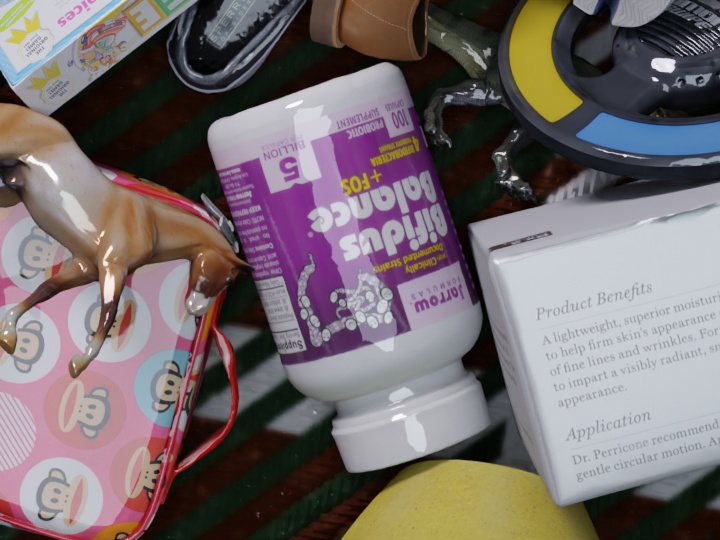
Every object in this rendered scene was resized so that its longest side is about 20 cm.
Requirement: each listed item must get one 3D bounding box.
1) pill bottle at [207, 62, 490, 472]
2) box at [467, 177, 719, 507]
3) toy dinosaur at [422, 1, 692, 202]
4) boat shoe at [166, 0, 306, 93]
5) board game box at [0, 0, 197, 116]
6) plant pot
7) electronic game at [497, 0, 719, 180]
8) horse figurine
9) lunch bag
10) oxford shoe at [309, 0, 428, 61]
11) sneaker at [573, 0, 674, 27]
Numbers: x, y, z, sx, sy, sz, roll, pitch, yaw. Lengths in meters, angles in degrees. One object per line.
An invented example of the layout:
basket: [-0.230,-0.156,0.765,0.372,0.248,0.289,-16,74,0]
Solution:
pill bottle: [0.000,0.000,1.430,0.112,0.112,0.201,-19,94,1]
box: [0.168,0.020,1.389,0.198,0.200,0.131,-14,96,0]
toy dinosaur: [0.079,-0.095,1.459,0.199,0.047,0.088,27,78,-2]
boat shoe: [-0.039,-0.184,1.438,0.072,0.068,0.200,35,90,-4]
board game box: [-0.123,-0.188,1.417,0.200,0.034,0.135,-37,53,2]
plant pot: [0.058,0.183,1.419,0.199,0.200,0.143,13,69,-1]
electronic game: [0.170,-0.116,1.399,0.199,0.200,0.042,-11,132,0]
horse figurine: [-0.164,-0.028,1.368,0.200,0.050,0.133,37,55,7]
lunch bag: [-0.148,0.044,1.445,0.175,0.082,0.201,18,93,-2]
oxford shoe: [0.027,-0.197,1.377,0.071,0.071,0.201,20,129,12]
sneaker: [0.105,-0.212,1.427,0.199,0.115,0.081,38,127,12]
